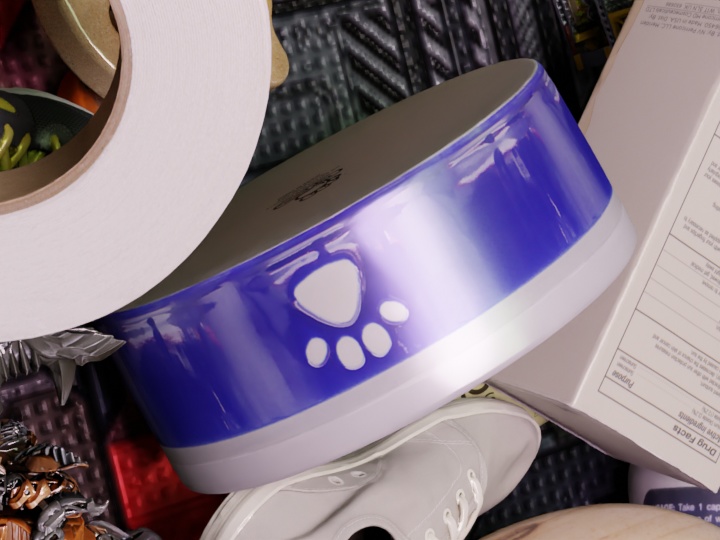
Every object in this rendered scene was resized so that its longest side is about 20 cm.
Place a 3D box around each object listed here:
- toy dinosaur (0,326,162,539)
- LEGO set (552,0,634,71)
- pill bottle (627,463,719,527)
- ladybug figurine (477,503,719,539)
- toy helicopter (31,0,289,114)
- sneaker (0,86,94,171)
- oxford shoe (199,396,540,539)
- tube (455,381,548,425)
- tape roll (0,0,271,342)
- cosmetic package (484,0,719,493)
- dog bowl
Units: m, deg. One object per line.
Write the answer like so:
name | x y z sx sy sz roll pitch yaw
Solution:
toy dinosaur | -0.152 0.072 0.930 0.200 0.102 0.136 26 85 -53
LEGO set | 0.148 -0.182 1.156 0.153 0.116 0.201 -15 93 -35
pill bottle | 0.174 0.131 1.137 0.111 0.111 0.201 6 80 -35
ladybug figurine | 0.081 0.166 1.054 0.199 0.072 0.136 -22 94 -1
toy helicopter | -0.060 -0.135 1.045 0.200 0.079 0.133 -32 93 -45
sneaker | -0.157 -0.037 0.930 0.199 0.085 0.075 13 91 -26
oxford shoe | 0.016 0.099 1.004 0.200 0.058 0.075 -14 132 -54
tube | 0.034 0.062 1.086 0.200 0.052 0.058 -26 80 -33
tape roll | -0.129 -0.073 0.842 0.202 0.037 0.203 -2 110 -6
cosmetic package | 0.137 -0.022 1.072 0.103 0.073 0.200 32 81 -38
dog bowl | 0.000 0.000 0.977 0.200 0.200 0.079 -36 102 -33
